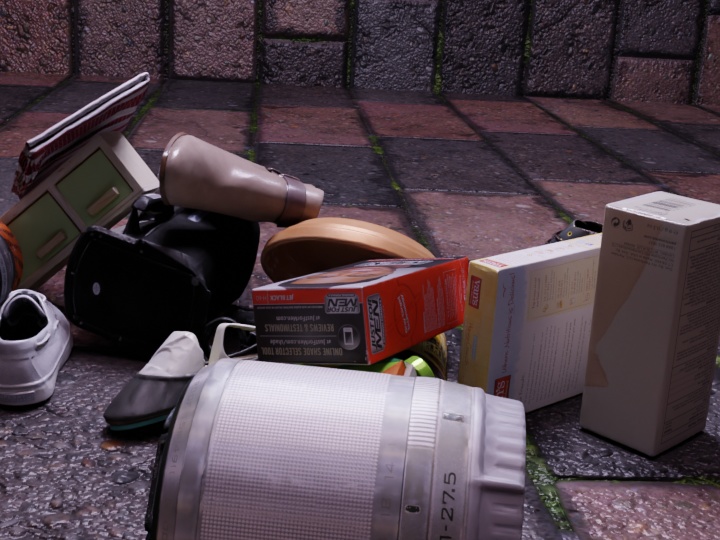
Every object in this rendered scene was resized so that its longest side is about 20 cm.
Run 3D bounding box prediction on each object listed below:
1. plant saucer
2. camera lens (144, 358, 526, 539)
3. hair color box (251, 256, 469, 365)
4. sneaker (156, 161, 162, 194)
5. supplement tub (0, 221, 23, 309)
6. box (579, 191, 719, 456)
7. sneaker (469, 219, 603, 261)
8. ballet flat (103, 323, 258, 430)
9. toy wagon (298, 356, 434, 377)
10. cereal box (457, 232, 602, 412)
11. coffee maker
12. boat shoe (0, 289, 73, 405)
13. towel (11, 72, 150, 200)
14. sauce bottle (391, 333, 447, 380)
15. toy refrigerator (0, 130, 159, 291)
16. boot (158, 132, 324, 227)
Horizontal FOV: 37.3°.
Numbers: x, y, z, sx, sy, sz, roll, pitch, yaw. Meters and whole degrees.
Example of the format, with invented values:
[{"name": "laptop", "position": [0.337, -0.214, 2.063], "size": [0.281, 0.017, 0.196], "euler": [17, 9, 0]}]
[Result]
[{"name": "plant saucer", "position": [0.000, 0.000, 1.064], "size": [0.199, 0.038, 0.200], "euler": [12, -23, 5]}, {"name": "camera lens", "position": [-0.012, 0.137, 0.611], "size": [0.199, 0.161, 0.160], "euler": [5, 17, 5]}, {"name": "hair color box", "position": [0.008, 0.029, 0.875], "size": [0.101, 0.062, 0.200], "euler": [-2, 7, 28]}, {"name": "sneaker", "position": [-0.184, -0.059, 1.232], "size": [0.082, 0.200, 0.075], "euler": [16, 63, 7]}, {"name": "supplement tub", "position": [-0.412, 0.013, 0.998], "size": [0.122, 0.123, 0.200], "euler": [8, 18, 15]}, {"name": "box", "position": [0.250, 0.043, 0.898], "size": [0.095, 0.201, 0.078], "euler": [-13, 23, -44]}, {"name": "sneaker", "position": [0.208, -0.014, 1.231], "size": [0.199, 0.107, 0.075], "euler": [11, 19, 24]}, {"name": "ballet flat", "position": [-0.132, 0.082, 0.918], "size": [0.199, 0.069, 0.068], "euler": [-10, 6, -39]}, {"name": "toy wagon", "position": [-0.042, 0.106, 0.825], "size": [0.155, 0.040, 0.200], "euler": [-28, 17, -27]}, {"name": "cereal box", "position": [0.170, 0.049, 0.962], "size": [0.199, 0.145, 0.039], "euler": [-10, 22, -39]}, {"name": "coffee maker", "position": [-0.175, 0.011, 1.085], "size": [0.192, 0.135, 0.200], "euler": [42, 21, -2]}, {"name": "boat shoe", "position": [-0.306, 0.054, 0.975], "size": [0.072, 0.069, 0.200], "euler": [2, 17, -6]}, {"name": "towel", "position": [-0.287, -0.132, 1.093], "size": [0.144, 0.023, 0.200], "euler": [-38, 6, -22]}, {"name": "sauce bottle", "position": [0.044, 0.097, 0.921], "size": [0.066, 0.066, 0.200], "euler": [4, 21, 2]}, {"name": "toy refrigerator", "position": [-0.312, -0.053, 1.111], "size": [0.200, 0.076, 0.070], "euler": [-37, 4, 10]}, {"name": "boot", "position": [-0.109, -0.080, 1.034], "size": [0.146, 0.071, 0.200], "euler": [15, 4, -1]}]
